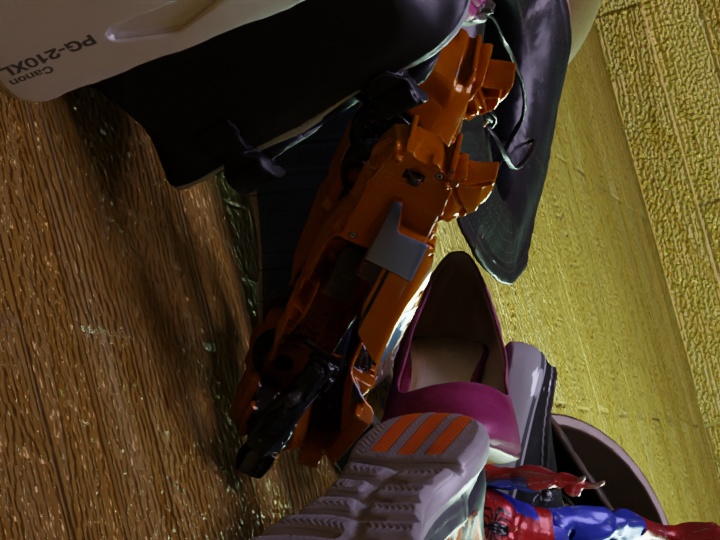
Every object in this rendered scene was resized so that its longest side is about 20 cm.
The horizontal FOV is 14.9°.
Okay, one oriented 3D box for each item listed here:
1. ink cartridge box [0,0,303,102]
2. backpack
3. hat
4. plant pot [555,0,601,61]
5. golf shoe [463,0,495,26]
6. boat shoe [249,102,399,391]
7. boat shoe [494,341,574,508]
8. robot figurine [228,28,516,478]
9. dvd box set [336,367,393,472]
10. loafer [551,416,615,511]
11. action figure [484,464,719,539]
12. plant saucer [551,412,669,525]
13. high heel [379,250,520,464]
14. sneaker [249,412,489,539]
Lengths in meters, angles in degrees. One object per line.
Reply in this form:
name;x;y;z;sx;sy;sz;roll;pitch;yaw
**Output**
ink cartridge box;-0.090;-0.181;0.992;0.084;0.144;0.201;46;29;-55
backpack;-0.034;-0.150;1.127;0.151;0.177;0.200;51;30;-19
hat;0.044;-0.095;1.382;0.200;0.080;0.202;1;90;-70
plant pot;0.064;-0.166;1.545;0.200;0.185;0.187;-99;169;-66
golf shoe;0.015;-0.195;1.267;0.073;0.091;0.201;54;33;-49
boat shoe;-0.012;-0.039;1.298;0.072;0.072;0.202;10;83;-63
boat shoe;0.078;0.135;1.381;0.069;0.056;0.202;-99;-161;-76
robot figurine;0.000;0.000;1.153;0.145;0.058;0.201;-76;-170;-50
dvd box set;0.003;0.033;1.428;0.201;0.029;0.147;-94;161;-45
loafer;0.114;0.149;1.449;0.200;0.063;0.072;54;51;-20
action figure;0.112;0.133;1.308;0.199;0.099;0.066;16;85;-37
plant saucer;0.103;0.179;1.495;0.199;0.029;0.202;13;72;-42
high heel;0.046;0.040;1.298;0.200;0.067;0.097;-7;101;-86
sneaker;0.007;0.147;1.114;0.200;0.077;0.113;-38;125;-51
